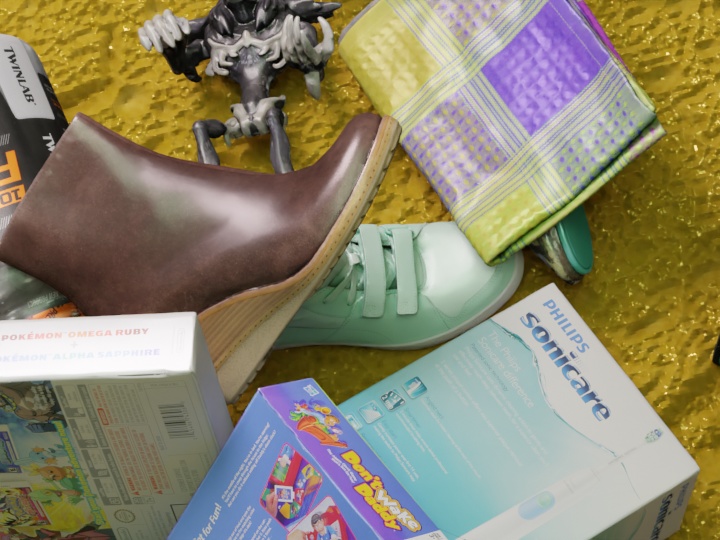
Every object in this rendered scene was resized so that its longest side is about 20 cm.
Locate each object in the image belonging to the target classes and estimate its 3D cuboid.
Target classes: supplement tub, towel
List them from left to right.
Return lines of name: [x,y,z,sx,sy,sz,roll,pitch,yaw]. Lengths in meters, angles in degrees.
supplement tub: [-0.215,-0.030,1.528,0.122,0.123,0.200,-24,72,-6]
towel: [0.079,-0.115,1.534,0.144,0.023,0.200,-39,61,14]

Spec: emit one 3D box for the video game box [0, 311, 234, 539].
video game box: [-0.163,0.096,1.436,0.182,0.200,0.047,-4,55,5]

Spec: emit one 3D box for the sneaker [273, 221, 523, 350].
sneaker: [0.000,0.000,1.511,0.200,0.118,0.074,-10,71,-1]

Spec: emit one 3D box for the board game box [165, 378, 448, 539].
board game box: [-0.046,0.178,1.400,0.045,0.200,0.135,-8,49,-48]

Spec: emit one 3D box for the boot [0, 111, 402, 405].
boot: [-0.090,-0.040,1.420,0.166,0.072,0.200,35,102,-2]

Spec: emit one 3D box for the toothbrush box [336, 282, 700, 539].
toothbrush box: [0.069,0.123,1.460,0.200,0.085,0.147,-30,66,-18]

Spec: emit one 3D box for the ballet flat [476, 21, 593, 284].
ballet flat: [0.095,-0.079,1.570,0.072,0.072,0.201,-8,71,0]

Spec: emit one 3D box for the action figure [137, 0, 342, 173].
action figure: [-0.069,-0.121,1.557,0.118,0.102,0.200,-7,60,5]

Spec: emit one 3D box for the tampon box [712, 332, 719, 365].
tampon box: [0.299,-0.005,1.457,0.150,0.200,0.127,21,73,9]
